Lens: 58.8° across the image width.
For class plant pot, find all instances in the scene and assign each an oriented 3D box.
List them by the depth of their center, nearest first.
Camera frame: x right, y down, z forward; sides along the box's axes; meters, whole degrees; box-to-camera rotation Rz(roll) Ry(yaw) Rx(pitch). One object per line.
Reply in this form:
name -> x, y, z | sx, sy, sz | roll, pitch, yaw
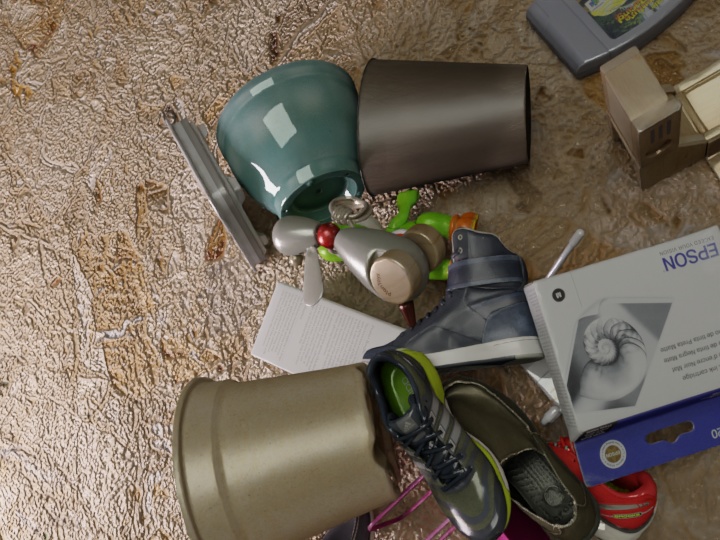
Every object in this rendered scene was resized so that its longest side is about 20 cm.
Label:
plant pot -> -0.060, 0.182, 0.640 | 0.179, 0.201, 0.205 | -17, 70, 6
plant pot -> -0.070, -0.141, 0.813 | 0.197, 0.200, 0.137 | -30, 67, 13

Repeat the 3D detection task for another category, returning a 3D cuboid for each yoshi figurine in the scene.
yoshi figurine -> 0.047, -0.034, 0.800 | 0.194, 0.113, 0.115 | 4, 54, 12

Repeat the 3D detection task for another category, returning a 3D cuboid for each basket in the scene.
basket -> 0.108, -0.183, 0.789 | 0.195, 0.136, 0.185 | 0, 70, 19

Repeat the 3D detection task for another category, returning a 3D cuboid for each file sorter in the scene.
file sorter -> 0.121, 0.301, 0.652 | 0.125, 0.138, 0.201 | -45, 64, 9

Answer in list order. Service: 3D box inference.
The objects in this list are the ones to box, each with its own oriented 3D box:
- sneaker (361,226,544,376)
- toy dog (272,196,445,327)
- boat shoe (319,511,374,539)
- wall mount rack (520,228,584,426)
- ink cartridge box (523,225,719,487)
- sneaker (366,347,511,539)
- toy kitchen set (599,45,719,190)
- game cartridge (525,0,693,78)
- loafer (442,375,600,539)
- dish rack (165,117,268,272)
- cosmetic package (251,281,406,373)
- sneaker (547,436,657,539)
sneaker -> 0.088, 0.037, 0.694 | 0.197, 0.077, 0.150 | -12, 75, 21
toy dog -> 0.000, 0.000, 0.673 | 0.198, 0.130, 0.099 | 27, 128, 47
boat shoe -> -0.045, 0.339, 0.707 | 0.072, 0.063, 0.202 | -18, 33, 47
wall mount rack -> 0.224, 0.066, 0.702 | 0.174, 0.074, 0.201 | -44, 65, 6
ink cartridge box -> 0.278, 0.082, 0.610 | 0.195, 0.041, 0.205 | -17, 83, -2
sneaker -> 0.062, 0.156, 0.587 | 0.074, 0.080, 0.201 | -44, 59, 14
toy kitchen set -> 0.373, -0.152, 0.635 | 0.197, 0.180, 0.166 | -29, 68, 18
game cartridge -> 0.322, -0.338, 0.789 | 0.198, 0.041, 0.135 | -37, 69, 10
loafer -> 0.147, 0.174, 0.620 | 0.199, 0.070, 0.076 | 40, 89, 31
dish rack -> -0.184, -0.104, 0.863 | 0.043, 0.201, 0.173 | -30, 65, -8
cosmetic package -> -0.029, 0.097, 0.805 | 0.196, 0.071, 0.104 | 19, 84, 26
sneaker -> 0.208, 0.197, 0.663 | 0.196, 0.077, 0.087 | 22, 117, 17
